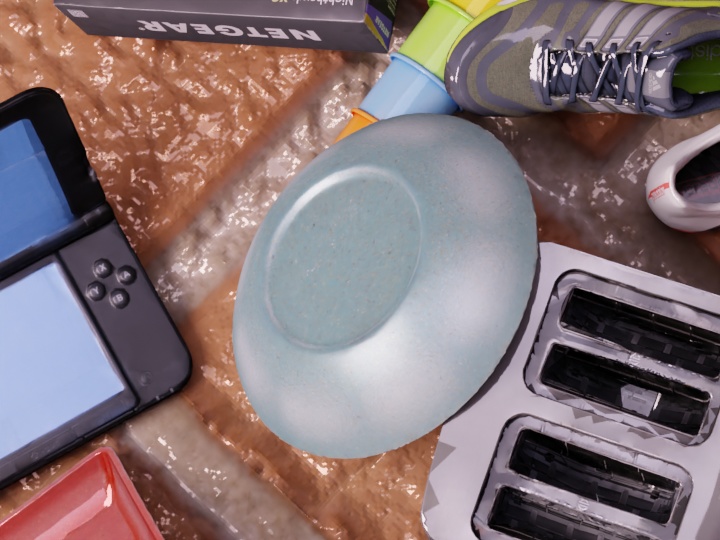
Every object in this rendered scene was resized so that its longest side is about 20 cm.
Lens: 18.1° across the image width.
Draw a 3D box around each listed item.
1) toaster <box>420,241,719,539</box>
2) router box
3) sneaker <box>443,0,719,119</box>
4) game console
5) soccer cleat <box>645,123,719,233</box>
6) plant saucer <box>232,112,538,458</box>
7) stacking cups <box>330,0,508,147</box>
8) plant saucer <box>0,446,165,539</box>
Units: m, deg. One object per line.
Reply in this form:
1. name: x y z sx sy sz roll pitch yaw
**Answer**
1. toaster: 0.132 0.092 1.205 0.200 0.119 0.181 19 78 13
2. router box: -0.069 -0.215 1.332 0.200 0.052 0.158 5 76 19
3. sneaker: 0.146 -0.118 1.256 0.200 0.081 0.074 -8 111 0
4. game console: -0.214 0.027 1.246 0.200 0.116 0.176 -29 85 -8
5. soccer cleat: 0.253 -0.071 1.242 0.200 0.085 0.069 -19 86 5
6. plant saucer: 0.000 0.000 1.207 0.201 0.039 0.201 -18 59 32
7. stacking cups: 0.023 -0.097 1.302 0.060 0.061 0.200 39 85 15
8. plant saucer: -0.178 0.213 1.217 0.200 0.037 0.200 -36 37 -3
